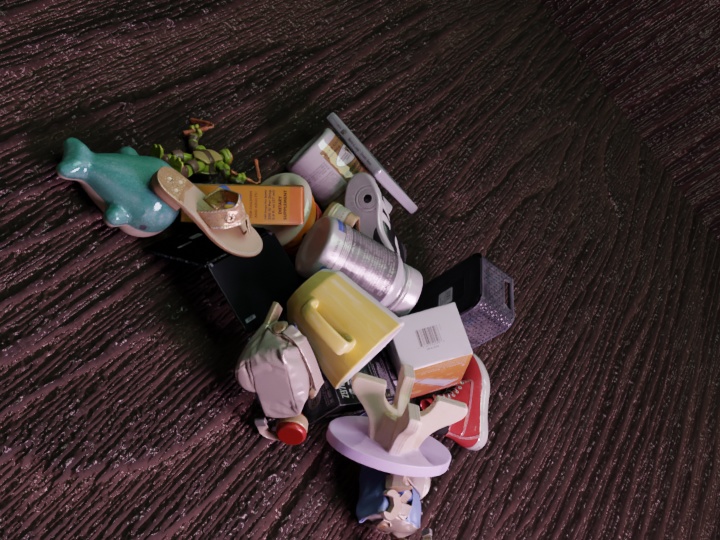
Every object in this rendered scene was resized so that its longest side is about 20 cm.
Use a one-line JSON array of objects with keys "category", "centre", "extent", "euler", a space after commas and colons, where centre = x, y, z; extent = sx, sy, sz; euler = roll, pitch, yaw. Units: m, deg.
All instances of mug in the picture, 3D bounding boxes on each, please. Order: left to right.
[{"category": "mug", "centre": [-0.031, 0.073, 1.496], "extent": [0.149, 0.187, 0.153], "euler": [-40, 82, -23]}]

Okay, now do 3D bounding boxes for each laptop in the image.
[{"category": "laptop", "centre": [-0.213, 0.001, 1.544], "extent": [0.177, 0.200, 0.104], "euler": [-34, 131, -54]}]

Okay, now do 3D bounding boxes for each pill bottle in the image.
[{"category": "pill bottle", "centre": [-0.036, -0.165, 1.854], "extent": [0.200, 0.114, 0.114], "euler": [46, 37, -13]}, {"category": "pill bottle", "centre": [0.000, 0.000, 1.627], "extent": [0.200, 0.114, 0.114], "euler": [29, 44, -24]}]

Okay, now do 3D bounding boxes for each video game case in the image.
[{"category": "video game case", "centre": [0.025, -0.214, 1.929], "extent": [0.182, 0.024, 0.200], "euler": [53, 7, 30]}]

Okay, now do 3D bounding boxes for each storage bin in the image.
[{"category": "storage bin", "centre": [0.190, 0.075, 1.852], "extent": [0.094, 0.200, 0.135], "euler": [33, 42, -27]}]

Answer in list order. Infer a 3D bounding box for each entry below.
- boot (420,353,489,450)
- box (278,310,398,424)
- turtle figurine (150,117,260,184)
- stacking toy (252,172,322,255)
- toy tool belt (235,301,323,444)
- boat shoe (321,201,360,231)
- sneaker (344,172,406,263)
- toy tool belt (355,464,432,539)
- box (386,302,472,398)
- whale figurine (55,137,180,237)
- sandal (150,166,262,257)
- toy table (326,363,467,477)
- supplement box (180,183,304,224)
[{"category": "boot", "centre": [0.174, 0.229, 1.830], "extent": [0.144, 0.072, 0.200], "euler": [27, 49, -32]}, {"category": "box", "centre": [-0.037, 0.147, 1.636], "extent": [0.164, 0.086, 0.200], "euler": [0, 63, -48]}, {"category": "turtle figurine", "centre": [-0.279, -0.193, 1.645], "extent": [0.161, 0.064, 0.200], "euler": [-14, 51, -48]}, {"category": "stacking toy", "centre": [-0.101, -0.071, 1.720], "extent": [0.200, 0.146, 0.146], "euler": [35, 38, -49]}, {"category": "toy tool belt", "centre": [-0.113, 0.155, 1.463], "extent": [0.123, 0.125, 0.200], "euler": [-81, 161, -48]}, {"category": "boat shoe", "centre": [-0.027, -0.035, 1.717], "extent": [0.066, 0.200, 0.074], "euler": [23, 59, 22]}, {"category": "sneaker", "centre": [0.031, -0.079, 1.800], "extent": [0.112, 0.073, 0.200], "euler": [21, 53, -69]}, {"category": "toy tool belt", "centre": [0.038, 0.361, 1.517], "extent": [0.123, 0.125, 0.200], "euler": [49, 26, -32]}, {"category": "box", "centre": [0.114, 0.147, 1.690], "extent": [0.124, 0.200, 0.098], "euler": [-16, 70, -6]}, {"category": "whale figurine", "centre": [-0.361, -0.139, 1.472], "extent": [0.200, 0.104, 0.159], "euler": [33, 42, -32]}, {"category": "sandal", "centre": [-0.214, -0.096, 1.464], "extent": [0.212, 0.070, 0.078], "euler": [36, 42, -27]}, {"category": "toy table", "centre": [0.059, 0.235, 1.501], "extent": [0.200, 0.117, 0.184], "euler": [12, 21, -17]}, {"category": "supplement box", "centre": [-0.192, -0.108, 1.569], "extent": [0.069, 0.200, 0.067], "euler": [-88, 179, -83]}]
